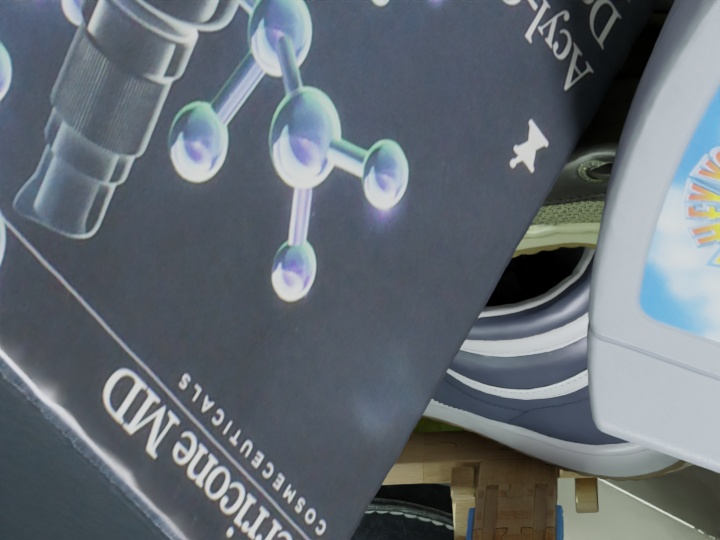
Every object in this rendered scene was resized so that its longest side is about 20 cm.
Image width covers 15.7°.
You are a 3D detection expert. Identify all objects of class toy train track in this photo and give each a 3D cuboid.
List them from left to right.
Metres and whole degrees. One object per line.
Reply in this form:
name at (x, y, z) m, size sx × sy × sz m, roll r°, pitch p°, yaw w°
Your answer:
toy train track at (0.045, 0.081, 0.745) m, size 0.114 × 0.200 × 0.033 m, roll -3°, pitch 110°, yaw 6°

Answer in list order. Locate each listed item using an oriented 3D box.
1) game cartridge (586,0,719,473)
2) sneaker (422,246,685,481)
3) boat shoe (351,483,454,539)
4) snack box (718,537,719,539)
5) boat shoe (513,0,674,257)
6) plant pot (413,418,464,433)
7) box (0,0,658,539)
game cartridge at (0.119, -0.015, 0.529) m, size 0.133 × 0.041 × 0.200 m, roll 22°, pitch 140°, yaw 5°
sneaker at (0.000, 0.000, 0.751) m, size 0.199 × 0.070 × 0.109 m, roll 9°, pitch 155°, yaw 29°
boat shoe at (0.058, 0.118, 0.804) m, size 0.200 × 0.071 × 0.091 m, roll 27°, pitch -179°, yaw -24°
snack box at (0.153, 0.149, 0.700) m, size 0.168 × 0.200 × 0.068 m, roll 28°, pitch 157°, yaw 9°
boat shoe at (0.040, -0.042, 0.626) m, size 0.200 × 0.072 × 0.066 m, roll 7°, pitch 142°, yaw 36°
plant pot at (-0.064, 0.097, 0.916) m, size 0.184 × 0.201 × 0.201 m, roll 9°, pitch 151°, yaw 20°
box at (-0.040, -0.054, 0.521) m, size 0.107 × 0.200 × 0.148 m, roll 9°, pitch 150°, yaw 43°
